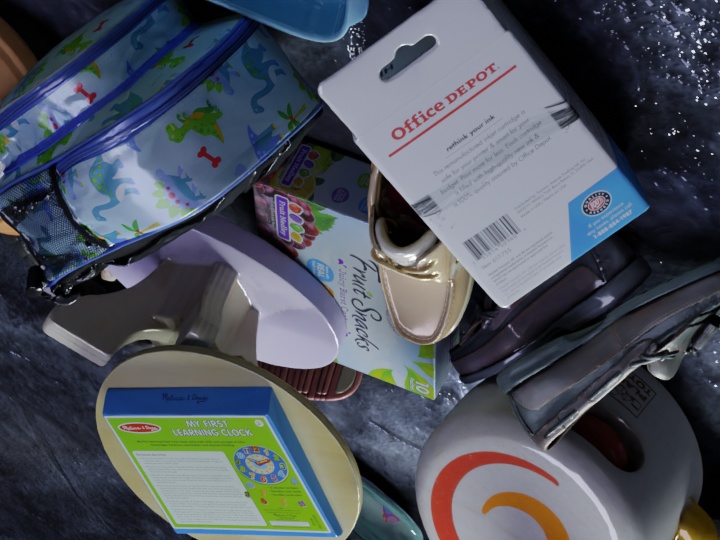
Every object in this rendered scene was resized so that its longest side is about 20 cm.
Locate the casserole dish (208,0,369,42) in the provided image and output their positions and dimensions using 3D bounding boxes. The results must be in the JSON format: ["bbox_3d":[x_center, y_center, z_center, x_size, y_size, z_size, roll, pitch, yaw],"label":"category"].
[{"bbox_3d":[-0.078,-0.211,1.447,0.199,0.039,0.121,23,150,10],"label":"casserole dish"}]

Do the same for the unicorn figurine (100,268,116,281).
[{"bbox_3d":[-0.195,-0.060,1.746,0.199,0.074,0.138,22,151,12],"label":"unicorn figurine"}]

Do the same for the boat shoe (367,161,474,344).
[{"bbox_3d":[0.033,-0.030,1.534,0.073,0.069,0.201,10,124,19],"label":"boat shoe"}]

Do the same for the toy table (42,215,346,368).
[{"bbox_3d":[-0.118,0.044,1.672,0.199,0.118,0.184,24,146,1],"label":"toy table"}]

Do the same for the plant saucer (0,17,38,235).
[{"bbox_3d":[-0.290,-0.110,1.722,0.199,0.037,0.201,27,136,29],"label":"plant saucer"}]

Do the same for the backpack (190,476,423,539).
[{"bbox_3d":[-0.029,0.265,2.023,0.200,0.153,0.176,46,150,-11],"label":"backpack"}]

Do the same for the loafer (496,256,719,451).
[{"bbox_3d":[0.182,0.053,1.541,0.199,0.072,0.063,-30,78,31],"label":"loafer"}]

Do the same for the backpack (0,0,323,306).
[{"bbox_3d":[-0.140,-0.096,1.534,0.199,0.183,0.147,-18,113,48],"label":"backpack"}]

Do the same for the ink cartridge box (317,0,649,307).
[{"bbox_3d":[0.070,-0.088,1.426,0.116,0.068,0.200,-35,121,12],"label":"ink cartridge box"}]

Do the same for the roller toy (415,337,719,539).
[{"bbox_3d":[0.146,0.148,1.682,0.199,0.140,0.183,0,119,37],"label":"roller toy"}]

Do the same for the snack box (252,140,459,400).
[{"bbox_3d":[0.000,0.000,1.691,0.141,0.053,0.200,19,149,14],"label":"snack box"}]

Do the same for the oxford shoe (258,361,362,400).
[{"bbox_3d":[-0.086,0.054,1.858,0.199,0.071,0.075,20,175,15],"label":"oxford shoe"}]

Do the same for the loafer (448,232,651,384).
[{"bbox_3d":[0.119,0.017,1.615,0.063,0.072,0.200,53,141,-3],"label":"loafer"}]

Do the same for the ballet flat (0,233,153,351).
[{"bbox_3d":[-0.209,-0.007,1.823,0.200,0.067,0.057,37,-177,13],"label":"ballet flat"}]

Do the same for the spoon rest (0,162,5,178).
[{"bbox_3d":[-0.268,-0.055,1.671,0.199,0.061,0.100,-25,115,21],"label":"spoon rest"}]

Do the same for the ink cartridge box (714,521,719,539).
[{"bbox_3d":[0.202,0.227,1.742,0.162,0.199,0.058,1,95,41],"label":"ink cartridge box"}]

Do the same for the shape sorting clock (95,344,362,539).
[{"bbox_3d":[-0.091,0.126,1.624,0.199,0.039,0.201,16,140,14],"label":"shape sorting clock"}]
